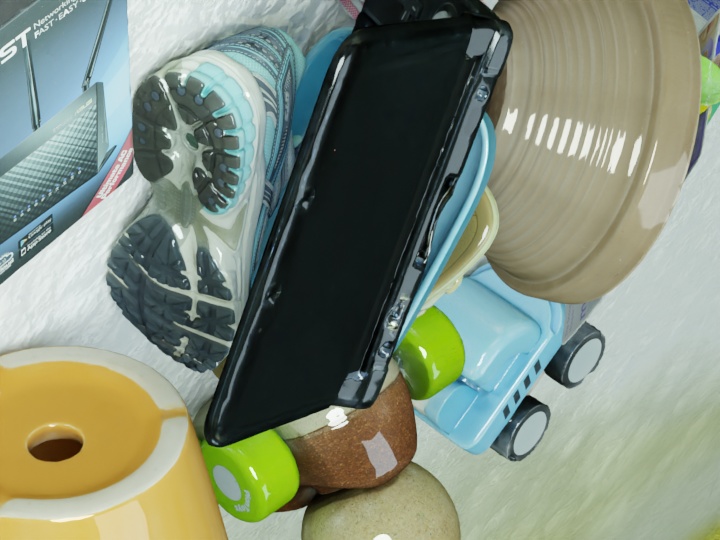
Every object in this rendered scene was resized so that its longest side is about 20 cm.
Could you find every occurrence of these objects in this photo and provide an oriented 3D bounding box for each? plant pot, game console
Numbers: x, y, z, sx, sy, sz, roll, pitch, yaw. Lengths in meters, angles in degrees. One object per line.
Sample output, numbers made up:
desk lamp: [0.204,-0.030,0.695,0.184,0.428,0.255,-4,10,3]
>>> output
plant pot: [0.095,-0.087,1.280,0.093,0.201,0.201,11,122,-28]
plant pot: [-0.141,0.144,1.095,0.200,0.200,0.184,-36,139,-40]
game console: [-0.021,-0.041,1.051,0.116,0.176,0.200,9,114,-29]

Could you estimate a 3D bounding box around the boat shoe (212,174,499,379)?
boat shoe: [0.001,0.003,1.237,0.201,0.073,0.063,-35,166,32]

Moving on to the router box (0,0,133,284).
router box: [-0.172,-0.040,0.849,0.200,0.062,0.150,-43,158,-26]

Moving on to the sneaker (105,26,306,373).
sneaker: [-0.062,-0.032,1.107,0.086,0.078,0.200,-41,159,-39]

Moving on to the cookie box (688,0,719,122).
cookie box: [0.162,-0.100,1.513,0.200,0.075,0.171,-17,142,-58]

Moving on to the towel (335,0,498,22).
towel: [0.065,-0.198,1.185,0.200,0.030,0.146,-53,159,1]

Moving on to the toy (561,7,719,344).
toy: [0.146,-0.058,1.330,0.200,0.047,0.115,125,-17,-52]

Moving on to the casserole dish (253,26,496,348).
casserole dish: [-0.002,-0.030,1.174,0.039,0.121,0.200,-9,132,-60]

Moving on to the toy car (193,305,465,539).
toy car: [-0.003,0.145,1.319,0.164,0.200,0.158,-33,-169,-32]

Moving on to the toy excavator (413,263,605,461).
toy excavator: [0.051,0.069,1.559,0.195,0.100,0.200,-54,149,0]
